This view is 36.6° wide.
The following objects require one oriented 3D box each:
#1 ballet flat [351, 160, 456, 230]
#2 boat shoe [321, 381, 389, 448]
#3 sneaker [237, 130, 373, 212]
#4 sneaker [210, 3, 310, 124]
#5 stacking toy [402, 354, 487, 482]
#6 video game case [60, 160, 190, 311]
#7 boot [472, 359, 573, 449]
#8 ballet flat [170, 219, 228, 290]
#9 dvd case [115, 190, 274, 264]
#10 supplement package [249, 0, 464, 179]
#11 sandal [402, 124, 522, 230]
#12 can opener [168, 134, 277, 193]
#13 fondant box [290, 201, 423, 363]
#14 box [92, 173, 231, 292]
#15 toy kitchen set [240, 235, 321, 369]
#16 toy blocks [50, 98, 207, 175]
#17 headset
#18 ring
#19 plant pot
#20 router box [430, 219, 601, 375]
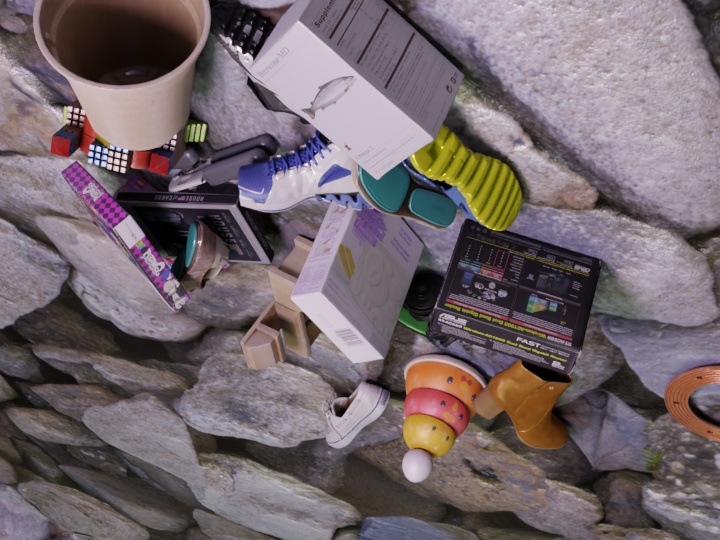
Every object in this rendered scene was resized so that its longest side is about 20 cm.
[{"bbox_3d":[0.043,-0.099,1.389,0.062,0.068,0.199,17,172,47],"label":"ballet flat"},{"bbox_3d":[-0.031,0.250,1.939,0.085,0.075,0.202,30,143,-12],"label":"boat shoe"},{"bbox_3d":[-0.060,-0.143,1.402,0.197,0.081,0.116,-2,135,-6],"label":"sneaker"},{"bbox_3d":[-0.113,-0.240,1.322,0.199,0.067,0.090,33,142,-19],"label":"sneaker"},{"bbox_3d":[0.117,0.250,1.740,0.144,0.202,0.147,15,146,10],"label":"stacking toy"},{"bbox_3d":[-0.342,-0.051,1.580,0.200,0.036,0.182,39,164,45],"label":"video game case"},{"bbox_3d":[0.289,0.208,1.708,0.200,0.071,0.144,25,135,-25],"label":"boot"},{"bbox_3d":[-0.229,-0.021,1.588,0.066,0.069,0.200,6,161,-18],"label":"ballet flat"},{"bbox_3d":[-0.241,-0.063,1.598,0.197,0.025,0.151,4,149,21],"label":"dvd case"},{"bbox_3d":[-0.003,-0.224,1.231,0.199,0.118,0.117,38,144,-17],"label":"supplement package"},{"bbox_3d":[0.122,-0.121,1.358,0.199,0.080,0.087,38,173,-29],"label":"sandal"},{"bbox_3d":[-0.203,-0.150,1.510,0.198,0.053,0.067,-8,135,37],"label":"can opener"},{"bbox_3d":[0.000,0.000,1.465,0.058,0.201,0.144,-13,133,38],"label":"fondant box"},{"bbox_3d":[-0.308,-0.055,1.712,0.199,0.039,0.136,36,143,-19],"label":"box"},{"bbox_3d":[-0.061,0.097,1.632,0.179,0.164,0.201,25,149,22],"label":"toy kitchen set"},{"bbox_3d":[-0.316,-0.176,1.437,0.197,0.137,0.101,14,113,-1],"label":"toy blocks"},{"bbox_3d":[0.107,0.070,1.595,0.199,0.095,0.124,-1,142,48],"label":"headset"},{"bbox_3d":[0.544,0.195,1.583,0.198,0.019,0.201,15,146,10],"label":"ring"},{"bbox_3d":[-0.276,-0.247,1.308,0.198,0.202,0.184,20,154,4],"label":"plant pot"},{"bbox_3d":[0.206,0.034,1.438,0.198,0.151,0.062,17,147,8],"label":"router box"}]
